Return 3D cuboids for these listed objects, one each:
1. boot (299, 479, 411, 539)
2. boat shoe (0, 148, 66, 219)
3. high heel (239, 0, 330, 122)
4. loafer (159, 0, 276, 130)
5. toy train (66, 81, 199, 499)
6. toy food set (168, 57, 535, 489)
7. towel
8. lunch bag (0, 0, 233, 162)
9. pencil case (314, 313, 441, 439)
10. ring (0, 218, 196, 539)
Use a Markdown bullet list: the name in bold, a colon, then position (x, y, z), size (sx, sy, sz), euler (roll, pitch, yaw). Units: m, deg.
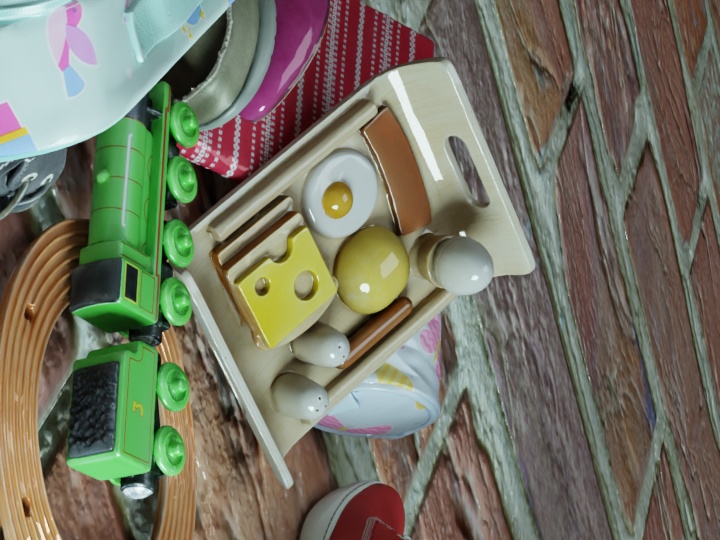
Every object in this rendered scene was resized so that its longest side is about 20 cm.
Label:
- **boot**: position (0.034, 0.173, 1.192), size (0.200, 0.143, 0.073), euler (-57, 134, -64)
- **boat shoe**: position (-0.147, -0.056, 0.879), size (0.200, 0.069, 0.067), euler (-75, 151, -63)
- **high heel**: position (-0.066, -0.173, 1.118), size (0.096, 0.067, 0.201), euler (35, 43, -35)
- **loafer**: position (-0.095, -0.165, 1.076), size (0.069, 0.075, 0.201), euler (12, 61, -46)
- **toy train**: position (-0.103, 0.002, 0.965), size (0.056, 0.042, 0.201), euler (33, 50, -52)
- **toy food set**: position (0.000, 0.000, 1.149), size (0.200, 0.060, 0.144), euler (-41, 122, -26)
- **towel**: position (-0.029, -0.097, 1.193), size (0.199, 0.022, 0.145), euler (24, 59, -41)
- **lunch bag**: position (-0.129, -0.106, 0.795), size (0.200, 0.159, 0.077), euler (-62, 141, -58)
- **pencil case**: position (0.008, -0.002, 1.275), size (0.091, 0.083, 0.201), euler (54, 34, -61)
- **ring**: position (-0.121, 0.077, 0.969), size (0.200, 0.019, 0.202), euler (-8, 90, -72)
